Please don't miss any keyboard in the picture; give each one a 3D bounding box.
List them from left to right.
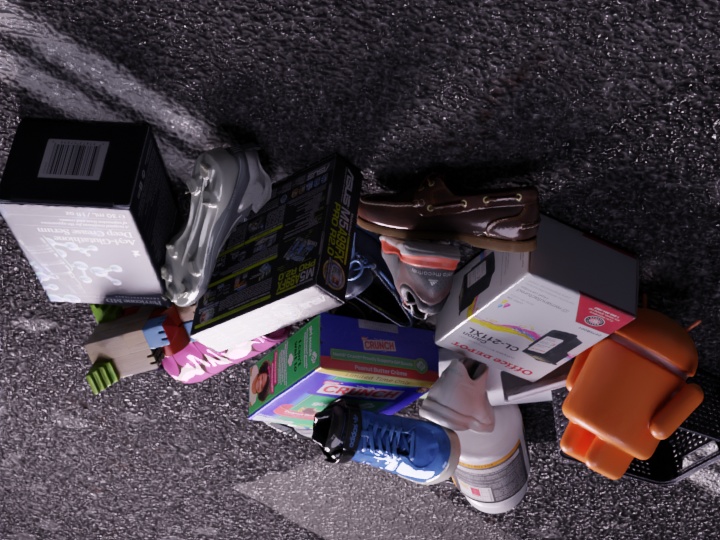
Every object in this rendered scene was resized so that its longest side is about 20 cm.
[{"bbox_3d":[0.262,0.111,1.567,0.197,0.057,0.011,-17,118,10],"label":"keyboard"}]

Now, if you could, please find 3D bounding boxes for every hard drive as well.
[{"bbox_3d":[0.188,0.129,1.662,0.197,0.027,0.132,-6,146,9],"label":"hard drive"}]

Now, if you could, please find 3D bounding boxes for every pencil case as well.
[{"bbox_3d":[-0.174,0.074,1.642,0.199,0.091,0.094,-27,99,41],"label":"pencil case"}]

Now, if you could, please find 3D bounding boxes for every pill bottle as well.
[{"bbox_3d":[0.171,0.246,1.793,0.115,0.118,0.201,0,147,13],"label":"pill bottle"}]

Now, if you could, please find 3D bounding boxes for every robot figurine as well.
[{"bbox_3d":[0.302,0.129,1.472,0.116,0.202,0.144,28,179,-5],"label":"robot figurine"}]

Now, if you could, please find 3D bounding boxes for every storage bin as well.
[{"bbox_3d":[0.348,0.182,1.640,0.198,0.095,0.135,20,141,-28],"label":"storage bin"}]

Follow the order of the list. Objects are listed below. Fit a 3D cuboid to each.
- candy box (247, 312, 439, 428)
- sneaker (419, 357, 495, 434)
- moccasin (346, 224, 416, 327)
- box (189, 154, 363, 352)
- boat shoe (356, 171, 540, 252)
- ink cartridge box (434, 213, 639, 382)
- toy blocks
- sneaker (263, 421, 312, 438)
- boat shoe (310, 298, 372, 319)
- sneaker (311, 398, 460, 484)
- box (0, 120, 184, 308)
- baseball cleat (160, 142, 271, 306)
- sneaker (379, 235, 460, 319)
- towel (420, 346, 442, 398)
[{"bbox_3d":[-0.023,0.130,1.620,0.167,0.078,0.200,11,150,-27],"label":"candy box"},{"bbox_3d":[0.131,0.143,1.585,0.074,0.090,0.200,21,-179,17],"label":"sneaker"},{"bbox_3d":[0.000,0.000,1.488,0.198,0.069,0.080,27,144,-27],"label":"moccasin"},{"bbox_3d":[-0.090,-0.016,1.399,0.199,0.162,0.044,-23,138,39],"label":"box"},{"bbox_3d":[0.090,-0.068,1.367,0.197,0.070,0.071,6,112,18],"label":"boat shoe"},{"bbox_3d":[0.194,0.035,1.483,0.144,0.084,0.200,21,146,-19],"label":"ink cartridge box"},{"bbox_3d":[-0.228,0.056,1.537,0.135,0.201,0.101,-14,112,17],"label":"toy blocks"},{"bbox_3d":[-0.056,0.188,1.817,0.197,0.076,0.078,17,125,-13],"label":"sneaker"},{"bbox_3d":[-0.057,0.024,1.548,0.073,0.061,0.200,-15,141,30],"label":"boat shoe"},{"bbox_3d":[0.020,0.200,1.548,0.110,0.078,0.199,14,177,-37],"label":"sneaker"},{"bbox_3d":[-0.285,-0.057,1.432,0.146,0.108,0.201,3,149,9],"label":"box"},{"bbox_3d":[-0.146,-0.045,1.397,0.106,0.070,0.201,-18,145,-40],"label":"baseball cleat"},{"bbox_3d":[0.057,0.008,1.405,0.076,0.083,0.200,5,-176,-3],"label":"sneaker"},{"bbox_3d":[0.030,0.116,1.713,0.197,0.031,0.150,9,150,-6],"label":"towel"}]
